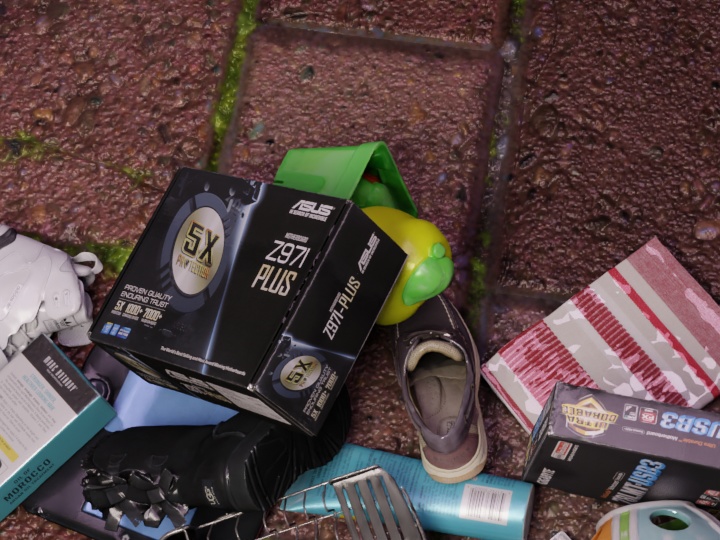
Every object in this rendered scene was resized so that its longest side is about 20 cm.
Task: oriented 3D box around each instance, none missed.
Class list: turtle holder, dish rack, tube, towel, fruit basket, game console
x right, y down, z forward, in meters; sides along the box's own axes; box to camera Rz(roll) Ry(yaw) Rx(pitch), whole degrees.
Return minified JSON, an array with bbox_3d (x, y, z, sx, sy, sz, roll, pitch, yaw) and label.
[{"bbox_3d":[0.250,0.243,1.442,0.185,0.141,0.132,-14,62,7],"label":"turtle holder"},{"bbox_3d":[-0.043,0.243,1.479,0.200,0.055,0.153,-19,93,4],"label":"dish rack"},{"bbox_3d":[0.040,0.181,1.550,0.200,0.050,0.077,10,46,12],"label":"tube"},{"bbox_3d":[0.219,0.080,1.603,0.200,0.023,0.144,-35,69,-11],"label":"towel"},{"bbox_3d":[0.000,0.000,1.576,0.215,0.156,0.216,-9,56,14],"label":"fruit basket"},{"bbox_3d":[-0.161,0.153,1.581,0.200,0.031,0.177,20,66,13],"label":"game console"}]

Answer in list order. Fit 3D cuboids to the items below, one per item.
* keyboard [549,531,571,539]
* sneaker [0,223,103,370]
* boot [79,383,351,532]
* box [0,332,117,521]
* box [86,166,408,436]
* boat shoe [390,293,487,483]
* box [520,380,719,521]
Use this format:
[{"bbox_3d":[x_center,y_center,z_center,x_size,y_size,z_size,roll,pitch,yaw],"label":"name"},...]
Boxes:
[{"bbox_3d":[0.204,0.297,1.503,0.056,0.011,0.200,-36,67,-14],"label":"keyboard"},{"bbox_3d":[-0.295,0.056,1.610,0.115,0.075,0.200,10,62,11],"label":"sneaker"},{"bbox_3d":[-0.116,0.141,1.519,0.162,0.073,0.198,-6,19,30],"label":"boot"},{"bbox_3d":[-0.304,0.152,1.561,0.200,0.049,0.082,-42,66,-7],"label":"box"},{"bbox_3d":[-0.089,0.020,1.474,0.200,0.086,0.164,14,70,43],"label":"box"},{"bbox_3d":[0.063,0.080,1.567,0.072,0.065,0.200,-10,49,3],"label":"boat shoe"},{"bbox_3d":[0.232,0.146,1.460,0.198,0.200,0.050,11,73,2],"label":"box"}]
